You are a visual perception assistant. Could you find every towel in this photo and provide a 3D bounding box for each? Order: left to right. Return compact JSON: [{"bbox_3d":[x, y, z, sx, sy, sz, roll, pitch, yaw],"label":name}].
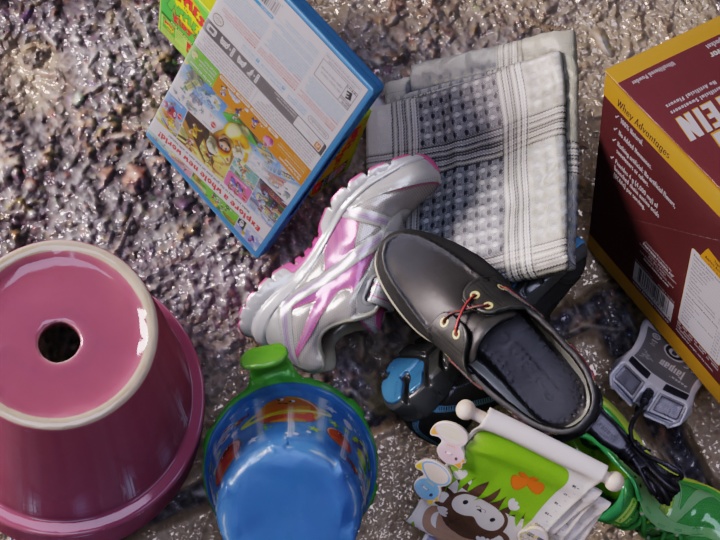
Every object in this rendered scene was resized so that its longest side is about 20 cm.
[{"bbox_3d":[0.083,-0.083,0.905,0.190,0.034,0.204,-10,68,37],"label":"towel"}]

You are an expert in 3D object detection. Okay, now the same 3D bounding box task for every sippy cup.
[{"bbox_3d":[-0.050,0.154,0.812,0.178,0.130,0.140,44,92,-7],"label":"sippy cup"}]

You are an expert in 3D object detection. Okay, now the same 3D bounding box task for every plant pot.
[{"bbox_3d":[-0.203,0.075,0.797,0.196,0.180,0.203,4,64,-9],"label":"plant pot"}]

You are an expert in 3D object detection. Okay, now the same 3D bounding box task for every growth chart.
[{"bbox_3d":[0.102,0.179,0.827,0.143,0.202,0.018,18,40,4],"label":"growth chart"}]

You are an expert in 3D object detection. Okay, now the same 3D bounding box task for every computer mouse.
[{"bbox_3d":[0.227,0.096,0.892,0.109,0.044,0.199,35,38,16],"label":"computer mouse"}]

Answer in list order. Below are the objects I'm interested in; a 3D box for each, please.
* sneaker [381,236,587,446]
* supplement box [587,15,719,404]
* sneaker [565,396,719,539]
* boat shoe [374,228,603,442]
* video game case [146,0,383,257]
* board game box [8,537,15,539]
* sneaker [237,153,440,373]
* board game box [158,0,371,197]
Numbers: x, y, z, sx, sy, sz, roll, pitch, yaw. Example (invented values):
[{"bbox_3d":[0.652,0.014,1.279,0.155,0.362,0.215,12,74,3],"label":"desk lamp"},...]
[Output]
[{"bbox_3d":[0.106,0.052,0.899,0.200,0.073,0.082,-43,121,-1],"label":"sneaker"},{"bbox_3d":[0.283,-0.044,0.857,0.131,0.201,0.198,-25,54,-13],"label":"supplement box"},{"bbox_3d":[0.214,0.180,0.874,0.199,0.075,0.083,39,37,13],"label":"sneaker"},{"bbox_3d":[0.089,0.039,0.807,0.201,0.063,0.074,44,88,13],"label":"boat shoe"},{"bbox_3d":[-0.081,-0.122,0.881,0.143,0.200,0.018,47,42,8],"label":"video game case"},{"bbox_3d":[-0.204,0.306,0.826,0.198,0.026,0.202,30,73,2],"label":"board game box"},{"bbox_3d":[0.000,0.000,0.885,0.088,0.081,0.201,43,98,16],"label":"sneaker"},{"bbox_3d":[-0.082,-0.165,0.930,0.047,0.102,0.200,-39,82,-22],"label":"board game box"}]
